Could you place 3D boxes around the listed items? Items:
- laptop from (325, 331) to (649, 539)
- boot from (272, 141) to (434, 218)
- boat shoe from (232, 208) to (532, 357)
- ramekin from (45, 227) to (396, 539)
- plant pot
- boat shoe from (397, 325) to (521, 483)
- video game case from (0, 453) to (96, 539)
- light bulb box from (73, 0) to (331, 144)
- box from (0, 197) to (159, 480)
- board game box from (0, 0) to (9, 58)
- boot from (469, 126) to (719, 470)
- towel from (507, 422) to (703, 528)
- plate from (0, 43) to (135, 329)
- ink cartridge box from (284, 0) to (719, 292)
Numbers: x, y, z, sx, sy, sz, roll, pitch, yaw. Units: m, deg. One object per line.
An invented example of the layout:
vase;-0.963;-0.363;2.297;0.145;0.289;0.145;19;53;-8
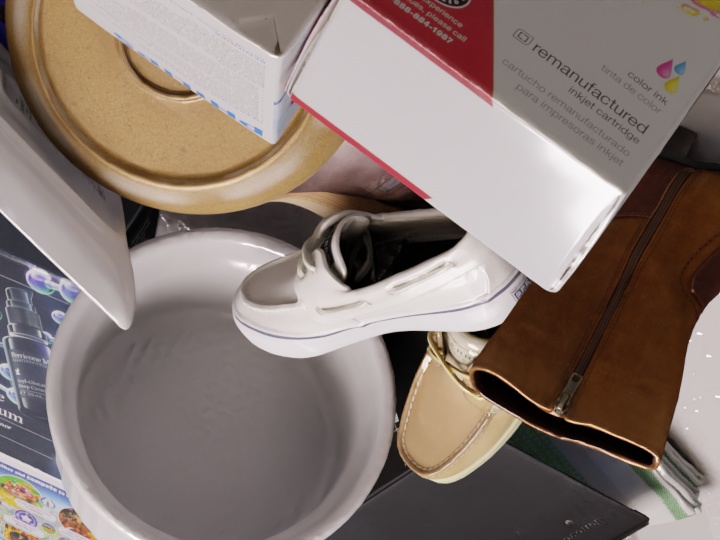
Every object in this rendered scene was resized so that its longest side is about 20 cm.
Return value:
laptop;0.047;0.101;1.568;0.187;0.115;0.201;-37;66;47
boot;-0.003;-0.090;1.369;0.199;0.073;0.166;22;139;-29
boat shoe;0.000;0.000;1.381;0.199;0.072;0.066;-2;141;42
ramekin;-0.086;0.086;1.483;0.200;0.201;0.098;29;156;0
plant pot;-0.091;-0.121;1.319;0.199;0.028;0.201;3;109;9
boat shoe;0.070;0.033;1.414;0.074;0.066;0.201;38;111;25
video game case;-0.231;0.201;1.875;0.143;0.018;0.200;24;141;7
light bulb box;-0.032;-0.183;1.147;0.125;0.199;0.200;35;173;2
box;-0.218;0.011;1.596;0.148;0.107;0.201;23;139;8
board game box;-0.127;-0.157;1.412;0.134;0.045;0.200;46;138;-20
boot;0.174;0.016;1.294;0.187;0.200;0.069;23;140;8
towel;0.099;0.111;1.582;0.199;0.031;0.149;-18;119;44
plate;-0.188;-0.076;1.389;0.032;0.200;0.200;-40;111;6
ink cartridge box;0.085;-0.114;1.106;0.145;0.200;0.083;36;143;3
